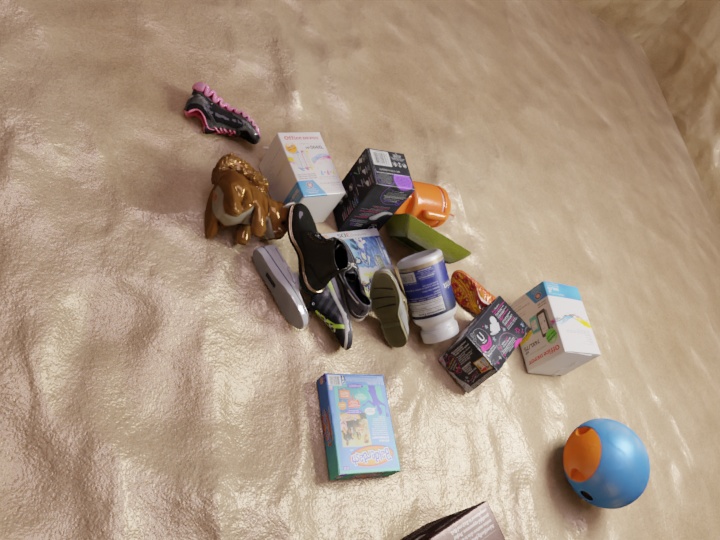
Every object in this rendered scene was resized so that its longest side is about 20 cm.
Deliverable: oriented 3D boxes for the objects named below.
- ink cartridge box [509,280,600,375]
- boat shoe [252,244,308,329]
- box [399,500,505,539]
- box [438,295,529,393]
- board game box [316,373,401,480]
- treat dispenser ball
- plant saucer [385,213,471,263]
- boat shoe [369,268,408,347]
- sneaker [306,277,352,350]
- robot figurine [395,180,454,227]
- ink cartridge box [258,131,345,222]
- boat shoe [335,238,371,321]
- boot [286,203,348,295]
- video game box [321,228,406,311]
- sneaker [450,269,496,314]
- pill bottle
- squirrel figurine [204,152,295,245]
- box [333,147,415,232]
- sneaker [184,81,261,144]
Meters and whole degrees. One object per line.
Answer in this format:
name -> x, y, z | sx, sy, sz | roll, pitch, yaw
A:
ink cartridge box -> 0.523, 0.161, 1.650 | 0.142, 0.147, 0.205 | 9, 56, -30
boat shoe -> -0.157, 0.028, 1.311 | 0.064, 0.074, 0.203 | -23, 77, -37
box -> 0.159, 0.551, 1.103 | 0.163, 0.200, 0.168 | -11, 67, -39
box -> 0.302, 0.179, 1.494 | 0.115, 0.133, 0.199 | 47, 46, 7
board game box -> -0.005, 0.316, 1.248 | 0.148, 0.045, 0.205 | 9, 57, -31
treat dispenser ball -> 0.588, 0.462, 1.462 | 0.196, 0.201, 0.206 | 17, 52, -24
plant saucer -> 0.158, -0.074, 1.551 | 0.196, 0.199, 0.049 | 29, 86, -15
boat shoe -> 0.068, 0.076, 1.389 | 0.069, 0.072, 0.205 | -70, 152, -54
sneaker -> -0.078, 0.088, 1.348 | 0.081, 0.072, 0.205 | -16, 68, -14
robot figurine -> 0.163, -0.179, 1.642 | 0.195, 0.142, 0.121 | 5, 78, -33
ink cartridge box -> -0.146, -0.230, 1.451 | 0.126, 0.125, 0.204 | -10, 68, -38
boat shoe -> -0.019, 0.009, 1.367 | 0.071, 0.063, 0.205 | -3, 63, -31
boot -> -0.083, -0.068, 1.289 | 0.076, 0.137, 0.206 | -8, 75, -39
video game box -> 0.000, 0.000, 1.460 | 0.178, 0.047, 0.204 | -10, 68, -36
sneaker -> 0.315, 0.075, 1.629 | 0.200, 0.073, 0.077 | 45, 24, -7
pill bottle -> 0.165, 0.062, 1.451 | 0.114, 0.114, 0.206 | -24, 100, -42
squirrel figurine -> -0.235, -0.157, 1.339 | 0.183, 0.141, 0.206 | 9, 59, -38
box -> 0.026, -0.189, 1.493 | 0.119, 0.200, 0.109 | 3, 58, -32
sneaker -> -0.332, -0.352, 1.452 | 0.197, 0.079, 0.097 | 33, 69, -11
